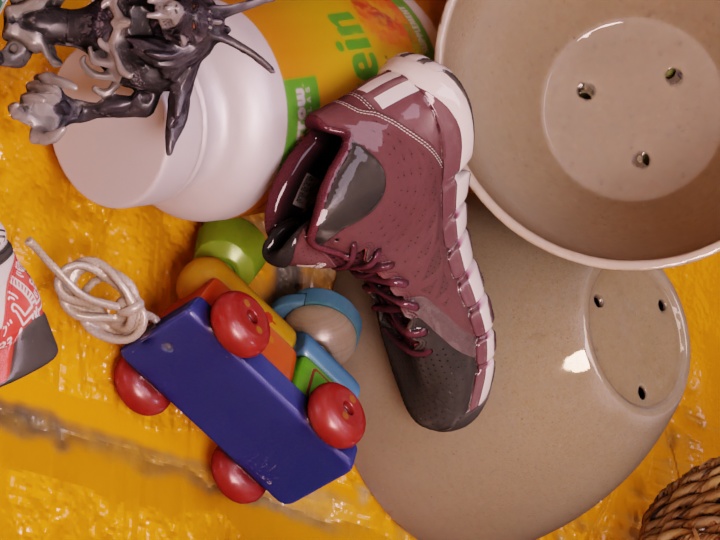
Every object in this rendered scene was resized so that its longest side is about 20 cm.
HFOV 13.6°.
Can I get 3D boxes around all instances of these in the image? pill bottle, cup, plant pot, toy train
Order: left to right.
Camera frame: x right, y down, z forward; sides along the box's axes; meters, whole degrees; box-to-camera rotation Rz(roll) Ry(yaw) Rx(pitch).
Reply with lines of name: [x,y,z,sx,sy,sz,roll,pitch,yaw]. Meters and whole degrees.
toy train: [-0.077,0.013,1.490,0.200,0.085,0.116,44,34,-22]
pill bottle: [-0.056,-0.084,1.507,0.200,0.111,0.111,-13,88,-48]
plant pot: [0.097,0.046,1.620,0.200,0.134,0.201,16,68,-44]
plant pot: [0.142,-0.142,1.715,0.200,0.187,0.187,52,44,-4]
cup: [0.141,-0.094,1.561,0.143,0.200,0.201,44,36,-83]

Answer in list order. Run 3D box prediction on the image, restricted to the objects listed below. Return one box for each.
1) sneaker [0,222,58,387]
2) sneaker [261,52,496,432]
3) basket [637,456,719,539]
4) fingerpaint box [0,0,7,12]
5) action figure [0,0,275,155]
sneaker: [-0.223,0.023,1.328,0.201,0.067,0.108,-30,100,-51]
sneaker: [0.000,0.000,1.481,0.115,0.076,0.201,-24,116,-37]
basket: [0.208,0.202,1.643,0.142,0.200,0.149,26,57,-6]
fingerpaint box: [-0.265,-0.134,1.227,0.167,0.200,0.073,45,48,-29]
action figure: [-0.140,-0.113,1.365,0.102,0.199,0.119,-4,95,-87]
